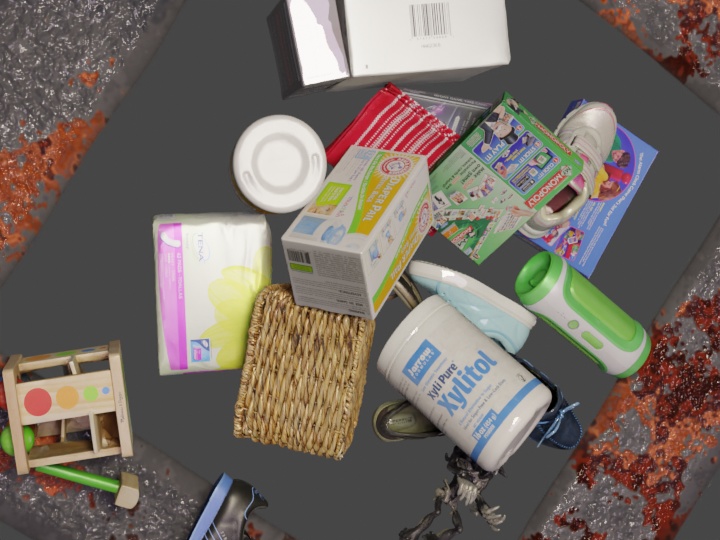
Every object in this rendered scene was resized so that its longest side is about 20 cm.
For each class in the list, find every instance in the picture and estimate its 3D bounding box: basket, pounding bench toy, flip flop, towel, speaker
[{"bbox_3d":[-0.066,0.119,1.476,0.146,0.143,0.204,11,100,7],"label":"basket"},{"bbox_3d":[-0.360,0.203,1.421,0.153,0.124,0.204,-8,96,-11],"label":"pounding bench toy"},{"bbox_3d":[0.000,0.000,1.512,0.198,0.081,0.058,33,105,-7],"label":"flip flop"},{"bbox_3d":[0.063,-0.138,1.489,0.199,0.023,0.144,34,124,-22],"label":"towel"},{"bbox_3d":[0.302,0.061,1.565,0.199,0.088,0.089,38,86,-20],"label":"speaker"}]

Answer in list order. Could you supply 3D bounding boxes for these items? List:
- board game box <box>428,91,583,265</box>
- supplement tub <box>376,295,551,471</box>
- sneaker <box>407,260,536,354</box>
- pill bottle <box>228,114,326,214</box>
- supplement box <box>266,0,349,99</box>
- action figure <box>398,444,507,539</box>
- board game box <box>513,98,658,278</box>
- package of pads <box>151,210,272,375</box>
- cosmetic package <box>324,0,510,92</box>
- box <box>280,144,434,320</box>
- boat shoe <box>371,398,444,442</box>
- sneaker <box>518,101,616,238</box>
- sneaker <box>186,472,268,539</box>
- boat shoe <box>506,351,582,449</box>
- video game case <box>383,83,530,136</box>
[{"bbox_3d":[0.165,-0.111,1.453,0.134,0.029,0.200,38,126,-12],"label":"board game box"},{"bbox_3d":[0.132,0.143,1.466,0.199,0.132,0.132,40,85,17],"label":"supplement tub"},{"bbox_3d":[0.142,0.056,1.545,0.198,0.074,0.083,27,84,-13],"label":"sneaker"},{"bbox_3d":[-0.106,-0.125,1.410,0.109,0.200,0.113,0,92,-8],"label":"pill bottle"},{"bbox_3d":[-0.067,-0.274,1.410,0.060,0.200,0.111,-12,97,-11],"label":"supplement box"},{"bbox_3d":[0.143,0.303,1.548,0.118,0.102,0.201,38,87,-33],"label":"action figure"},{"bbox_3d":[0.301,-0.111,1.582,0.133,0.045,0.202,31,87,-12],"label":"board game box"},{"bbox_3d":[-0.186,0.027,1.474,0.151,0.068,0.204,-3,95,-12],"label":"package of pads"},{"bbox_3d":[0.059,-0.298,1.436,0.196,0.200,0.125,-6,93,-12],"label":"cosmetic package"},{"bbox_3d":[0.002,-0.051,1.403,0.111,0.201,0.103,10,133,24],"label":"box"},{"bbox_3d":[0.115,0.190,1.553,0.197,0.066,0.073,-13,94,-12],"label":"boat shoe"},{"bbox_3d":[0.279,-0.130,1.507,0.081,0.088,0.202,30,88,-12],"label":"sneaker"},{"bbox_3d":[-0.193,0.368,1.498,0.077,0.070,0.202,28,87,-6],"label":"sneaker"},{"bbox_3d":[0.241,0.185,1.557,0.199,0.068,0.085,37,69,-31],"label":"boat shoe"},{"bbox_3d":[0.108,-0.163,1.509,0.196,0.019,0.144,9,129,-12],"label":"video game case"}]
